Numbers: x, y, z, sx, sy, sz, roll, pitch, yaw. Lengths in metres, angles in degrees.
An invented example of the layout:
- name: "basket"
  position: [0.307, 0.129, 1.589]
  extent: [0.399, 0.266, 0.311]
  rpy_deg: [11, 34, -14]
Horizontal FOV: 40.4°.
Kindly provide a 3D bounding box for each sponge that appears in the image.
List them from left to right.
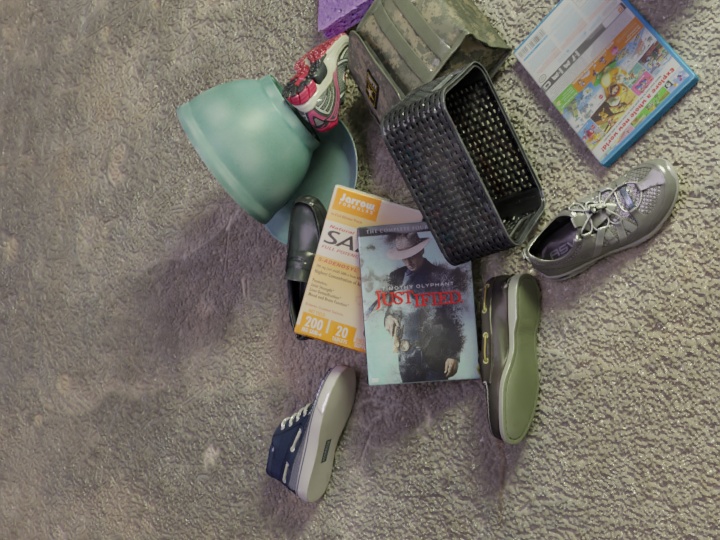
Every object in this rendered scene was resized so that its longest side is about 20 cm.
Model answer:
- name: "sponge"
  position: [0.021, -0.415, 1.372]
  extent: [0.199, 0.030, 0.113]
  rpy_deg: [-23, 54, 36]

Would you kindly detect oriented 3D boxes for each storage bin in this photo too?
- name: "storage bin"
  position: [0.124, -0.125, 1.155]
  extent: [0.093, 0.135, 0.201]
  rpy_deg: [-19, 108, 36]

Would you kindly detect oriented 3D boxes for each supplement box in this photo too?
- name: "supplement box"
  position: [0.000, 0.000, 1.292]
  extent: [0.125, 0.074, 0.202]
  rpy_deg: [16, 96, 3]

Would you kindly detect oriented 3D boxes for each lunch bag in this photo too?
- name: "lunch bag"
  position: [0.069, -0.273, 1.280]
  extent: [0.200, 0.117, 0.165]
  rpy_deg: [-50, 55, 31]

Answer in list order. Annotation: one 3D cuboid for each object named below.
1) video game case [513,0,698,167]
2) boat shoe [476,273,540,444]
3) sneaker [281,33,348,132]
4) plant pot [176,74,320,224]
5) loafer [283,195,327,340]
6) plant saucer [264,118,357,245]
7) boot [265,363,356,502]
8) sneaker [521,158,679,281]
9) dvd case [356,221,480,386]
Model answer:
- name: "video game case"
  position: [0.285, -0.243, 1.160]
  extent: [0.143, 0.018, 0.201]
  rpy_deg: [-45, 59, 25]
- name: "boat shoe"
  position: [0.174, 0.105, 1.177]
  extent: [0.060, 0.071, 0.203]
  rpy_deg: [-3, 75, 43]
- name: "sneaker"
  position: [-0.052, -0.262, 1.357]
  extent: [0.080, 0.075, 0.201]
  rpy_deg: [-23, 28, 30]
- name: "plant pot"
  position: [-0.140, -0.185, 1.355]
  extent: [0.134, 0.200, 0.201]
  rpy_deg: [-37, 61, 7]
- name: "loafer"
  position: [-0.072, -0.001, 1.357]
  extent: [0.068, 0.070, 0.203]
  rpy_deg: [5, 106, 32]
- name: "plant saucer"
  position: [-0.070, -0.132, 1.425]
  extent: [0.200, 0.039, 0.203]
  rpy_deg: [-6, 81, 40]
- name: "boot"
  position: [-0.075, 0.214, 1.361]
  extent: [0.090, 0.072, 0.202]
  rpy_deg: [22, 99, 33]
- name: "sneaker"
  position: [0.270, -0.053, 1.106]
  extent: [0.200, 0.082, 0.075]
  rpy_deg: [-42, 60, 28]
- name: "dvd case"
  position: [0.073, 0.040, 1.234]
  extent: [0.144, 0.022, 0.202]
  rpy_deg: [-4, 87, 4]
